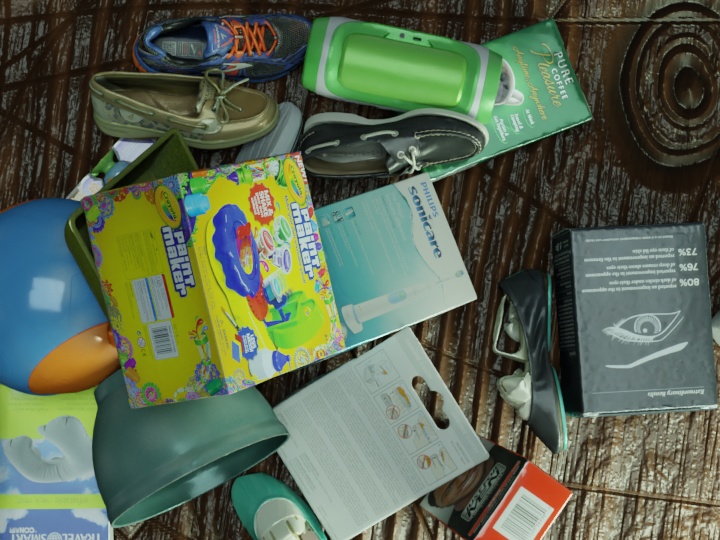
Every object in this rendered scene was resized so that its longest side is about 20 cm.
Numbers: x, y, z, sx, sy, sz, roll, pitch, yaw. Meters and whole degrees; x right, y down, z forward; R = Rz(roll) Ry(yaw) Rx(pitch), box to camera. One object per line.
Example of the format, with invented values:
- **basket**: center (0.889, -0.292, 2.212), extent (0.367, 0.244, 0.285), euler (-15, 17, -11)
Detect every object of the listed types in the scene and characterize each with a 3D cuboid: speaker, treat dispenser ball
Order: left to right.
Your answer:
- **treat dispenser ball**: center (-0.310, 0.026, 1.608), extent (0.201, 0.201, 0.201), euler (0, 86, -4)
- **speaker**: center (0.043, -0.208, 1.666), extent (0.200, 0.088, 0.089), euler (12, 85, 0)

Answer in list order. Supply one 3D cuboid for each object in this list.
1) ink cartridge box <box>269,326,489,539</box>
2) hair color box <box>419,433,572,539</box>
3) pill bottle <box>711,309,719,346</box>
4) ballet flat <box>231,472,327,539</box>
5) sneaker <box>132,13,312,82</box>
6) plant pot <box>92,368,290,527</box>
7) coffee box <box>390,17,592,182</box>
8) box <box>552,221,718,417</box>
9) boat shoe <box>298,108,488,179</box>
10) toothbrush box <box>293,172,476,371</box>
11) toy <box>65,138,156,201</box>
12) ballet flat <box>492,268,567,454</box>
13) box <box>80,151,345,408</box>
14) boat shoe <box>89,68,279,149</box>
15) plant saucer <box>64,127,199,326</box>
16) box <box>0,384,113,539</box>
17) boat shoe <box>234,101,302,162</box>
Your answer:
- **ink cartridge box**: center (0.015, 0.169, 1.661), extent (0.200, 0.050, 0.162), euler (-33, 88, 17)
- **hair color box**: center (0.133, 0.232, 1.619), extent (0.061, 0.200, 0.102), euler (37, 84, -11)
- **pill bottle**: center (0.476, 0.021, 1.705), extent (0.111, 0.111, 0.200), euler (42, 84, 0)
- **ballet flat**: center (-0.062, 0.293, 1.670), extent (0.067, 0.070, 0.200), euler (-37, 89, -5)
- **sneaker**: center (-0.144, -0.238, 1.700), extent (0.200, 0.078, 0.075), euler (-8, 87, -4)
- **plant pot**: center (-0.190, 0.155, 1.618), extent (0.200, 0.200, 0.134), euler (-27, 78, -5)
- **coffee box**: center (0.137, -0.182, 1.731), extent (0.200, 0.044, 0.123), euler (-22, 86, -4)
- **box**: center (0.288, 0.053, 1.694), extent (0.148, 0.104, 0.200), euler (-2, 86, -4)
- **boat shoe**: center (0.032, -0.126, 1.660), extent (0.200, 0.074, 0.060), euler (3, 51, 12)
- **toothbrush box**: center (0.000, 0.000, 1.653), extent (0.200, 0.085, 0.147), euler (-21, 88, -29)
- **toy**: center (-0.204, -0.052, 1.698), extent (0.200, 0.047, 0.115), euler (41, 85, 1)
- **ballet flat**: center (0.176, 0.098, 1.702), extent (0.073, 0.073, 0.200), euler (-4, 80, -4)
- **box**: center (-0.134, 0.005, 1.497), extent (0.122, 0.193, 0.200), euler (-11, 94, 34)
- **boat shoe**: center (-0.186, -0.174, 1.683), extent (0.200, 0.063, 0.073), euler (0, 51, 2)
- **plant saucer**: center (-0.201, -0.007, 1.556), extent (0.048, 0.200, 0.200), euler (-12, 113, 33)
- **box**: center (-0.320, 0.217, 1.672), extent (0.122, 0.048, 0.200), euler (0, 85, -3)
- **boat shoe**: center (-0.098, -0.080, 1.701), extent (0.071, 0.072, 0.200), euler (31, 72, -32)
